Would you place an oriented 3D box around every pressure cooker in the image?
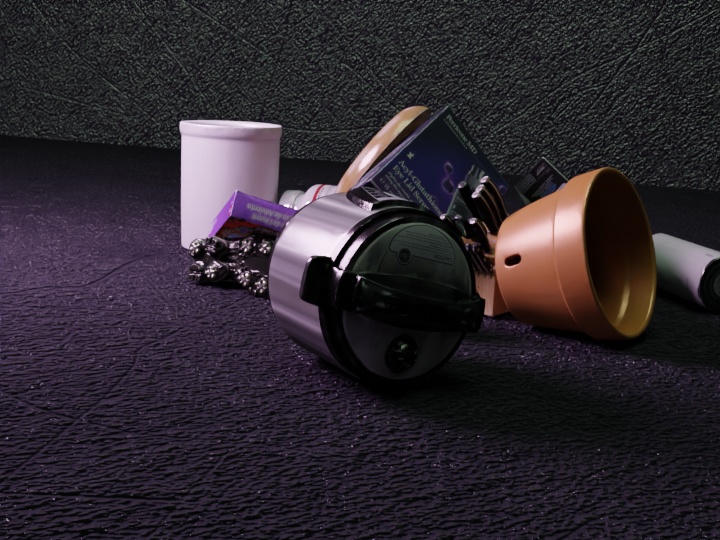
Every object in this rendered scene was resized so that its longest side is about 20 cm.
[{"bbox_3d":[0.019,0.020,1.077,0.175,0.181,0.199,-35,25,-19],"label":"pressure cooker"}]

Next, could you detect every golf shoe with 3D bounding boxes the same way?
[{"bbox_3d":[-0.142,-0.011,1.471,0.197,0.079,0.087,11,6,34],"label":"golf shoe"}]

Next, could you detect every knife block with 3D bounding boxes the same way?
[{"bbox_3d":[0.176,-0.037,1.412,0.063,0.179,0.198,12,13,37],"label":"knife block"}]

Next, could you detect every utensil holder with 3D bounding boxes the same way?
[{"bbox_3d":[-0.215,-0.139,1.782,0.166,0.204,0.170,4,10,-1],"label":"utensil holder"}]

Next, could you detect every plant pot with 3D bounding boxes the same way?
[{"bbox_3d":[0.255,-0.012,1.316,0.138,0.204,0.198,-10,0,38],"label":"plant pot"},{"bbox_3d":[0.027,-0.165,1.571,0.027,0.201,0.200,42,17,4],"label":"plant pot"}]

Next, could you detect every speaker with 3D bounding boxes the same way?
[{"bbox_3d":[0.473,0.001,1.569,0.079,0.083,0.200,1,10,-12],"label":"speaker"}]

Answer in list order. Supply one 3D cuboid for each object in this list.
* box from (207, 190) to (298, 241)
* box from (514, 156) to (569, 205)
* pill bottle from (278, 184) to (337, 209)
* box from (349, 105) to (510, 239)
[{"bbox_3d":[-0.131,-0.051,1.507,0.134,0.040,0.200,16,-14,-14],"label":"box"},{"bbox_3d":[0.315,-0.062,1.548,0.200,0.060,0.117,47,6,18],"label":"box"},{"bbox_3d":[-0.030,-0.079,1.757,0.196,0.115,0.112,7,11,19],"label":"pill bottle"},{"bbox_3d":[0.083,-0.098,1.461,0.200,0.149,0.104,-46,10,-37],"label":"box"}]
